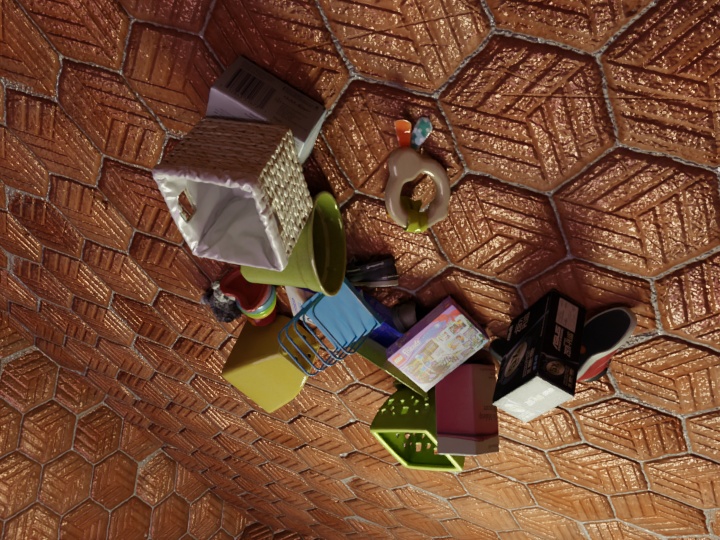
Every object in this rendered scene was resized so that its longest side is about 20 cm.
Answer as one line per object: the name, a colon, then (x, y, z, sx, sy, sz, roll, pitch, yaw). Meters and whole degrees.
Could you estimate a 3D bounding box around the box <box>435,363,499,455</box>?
box: (0.252, 0.326, 1.415, 0.107, 0.206, 0.126, -10, 165, 38)

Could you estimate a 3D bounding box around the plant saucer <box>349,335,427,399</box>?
plant saucer: (0.064, 0.225, 1.492, 0.198, 0.048, 0.199, 25, 169, 49)

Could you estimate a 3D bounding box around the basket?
basket: (-0.202, -0.132, 1.013, 0.195, 0.163, 0.201, 11, 142, 21)

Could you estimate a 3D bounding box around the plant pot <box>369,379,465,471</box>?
plant pot: (0.171, 0.398, 1.596, 0.196, 0.184, 0.201, -11, 131, 41)

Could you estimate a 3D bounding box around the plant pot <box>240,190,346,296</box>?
plant pot: (-0.143, -0.047, 1.197, 0.179, 0.204, 0.203, -3, 137, 17)

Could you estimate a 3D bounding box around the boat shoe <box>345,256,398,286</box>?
boat shoe: (0.000, 0.000, 1.336, 0.196, 0.072, 0.065, 2, 96, 38)

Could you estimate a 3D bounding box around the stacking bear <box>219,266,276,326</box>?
stacking bear: (-0.266, 0.078, 1.538, 0.120, 0.114, 0.201, 34, 159, 20)

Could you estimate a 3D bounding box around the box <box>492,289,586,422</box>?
box: (0.353, 0.169, 1.184, 0.085, 0.203, 0.164, 27, 145, -5)

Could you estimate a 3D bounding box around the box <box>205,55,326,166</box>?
box: (-0.182, -0.243, 1.090, 0.181, 0.106, 0.201, 30, 144, -4)

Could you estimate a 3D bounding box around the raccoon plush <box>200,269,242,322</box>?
raccoon plush: (-0.392, 0.059, 1.613, 0.195, 0.097, 0.136, 4, 131, 28)

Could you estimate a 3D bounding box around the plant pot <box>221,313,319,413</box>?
plant pot: (-0.225, 0.239, 1.647, 0.198, 0.198, 0.194, -26, 121, 40)

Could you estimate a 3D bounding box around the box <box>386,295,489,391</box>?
box: (0.173, 0.168, 1.349, 0.199, 0.039, 0.136, -42, 114, 18)

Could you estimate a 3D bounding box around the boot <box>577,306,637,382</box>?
boot: (0.491, 0.152, 1.203, 0.142, 0.073, 0.201, 7, 130, -41)

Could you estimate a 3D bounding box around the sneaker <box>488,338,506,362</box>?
sneaker: (0.375, 0.229, 1.365, 0.195, 0.061, 0.105, 19, 139, 5)

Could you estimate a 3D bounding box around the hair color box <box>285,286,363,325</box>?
hair color box: (-0.081, 0.080, 1.417, 0.196, 0.065, 0.111, 15, 134, 32)

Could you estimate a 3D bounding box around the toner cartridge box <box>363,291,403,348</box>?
toner cartridge box: (0.059, 0.139, 1.464, 0.198, 0.044, 0.095, 35, 144, -10)

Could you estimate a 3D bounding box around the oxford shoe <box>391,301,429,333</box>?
oxford shoe: (0.158, 0.150, 1.394, 0.083, 0.074, 0.200, -19, 126, 39)

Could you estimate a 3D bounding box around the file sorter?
file sorter: (-0.075, 0.127, 1.304, 0.139, 0.123, 0.199, 48, 143, -4)

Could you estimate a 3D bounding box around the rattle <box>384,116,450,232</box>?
rattle: (0.082, -0.181, 1.069, 0.127, 0.144, 0.204, -20, 114, 6)
